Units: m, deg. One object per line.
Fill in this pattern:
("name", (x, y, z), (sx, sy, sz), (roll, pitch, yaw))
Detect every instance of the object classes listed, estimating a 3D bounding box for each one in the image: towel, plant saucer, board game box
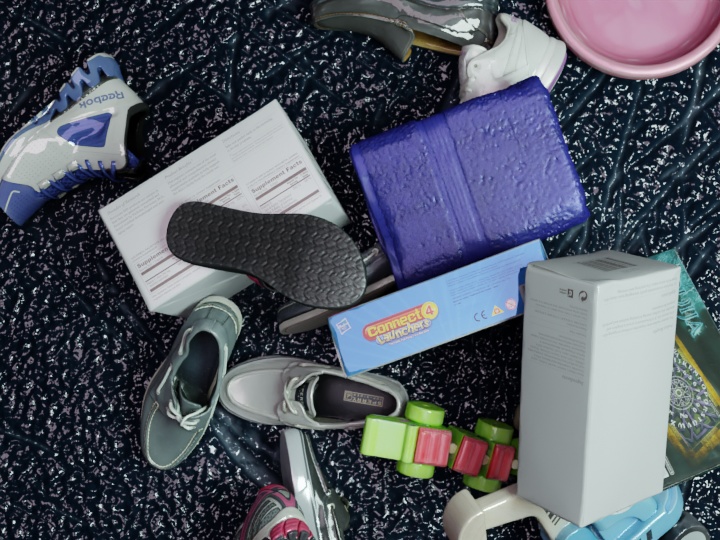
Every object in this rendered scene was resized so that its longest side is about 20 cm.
("towel", (0.102, -0.082, 0.998), (0.197, 0.050, 0.150), (-20, 90, 8))
("plant saucer", (0.285, -0.290, 1.075), (0.197, 0.051, 0.204), (-1, 83, 7))
("board game box", (0.275, 0.088, 0.965), (0.133, 0.028, 0.202), (-16, 69, -16))
("board game box", (0.077, 0.037, 0.985), (0.197, 0.196, 0.057), (-20, 86, 3))

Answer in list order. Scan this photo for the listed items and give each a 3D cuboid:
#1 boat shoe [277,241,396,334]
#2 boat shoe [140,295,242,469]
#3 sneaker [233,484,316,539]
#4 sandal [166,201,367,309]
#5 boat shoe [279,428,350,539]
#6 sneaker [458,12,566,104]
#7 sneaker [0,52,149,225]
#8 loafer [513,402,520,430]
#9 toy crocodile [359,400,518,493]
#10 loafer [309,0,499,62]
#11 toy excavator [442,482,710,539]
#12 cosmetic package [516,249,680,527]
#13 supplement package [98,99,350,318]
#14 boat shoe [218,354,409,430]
("boat shoe", (0.000, 0.000, 1.061), (0.198, 0.075, 0.063), (-27, 83, 1))
("boat shoe", (-0.175, 0.121, 1.043), (0.072, 0.062, 0.202), (24, 111, -5))
("sneaker", (-0.102, 0.299, 1.025), (0.202, 0.080, 0.075), (-60, 36, 24))
("sandal", (-0.079, -0.017, 0.938), (0.197, 0.045, 0.076), (16, 81, 21))
("boat shoe", (-0.036, 0.254, 1.046), (0.056, 0.069, 0.204), (-11, 83, -15))
("sneaker", (0.121, -0.164, 1.059), (0.099, 0.075, 0.202), (33, 82, -8))
("sneaker", (-0.291, -0.119, 1.106), (0.115, 0.081, 0.200), (39, 87, 11))
("loafer", (0.239, 0.107, 1.018), (0.198, 0.076, 0.068), (-33, 67, 2))
("toy crocodile", (0.093, 0.172, 1.016), (0.197, 0.062, 0.069), (15, 92, -19))
("loafer", (0.044, -0.253, 1.089), (0.196, 0.073, 0.074), (1, 88, 8))
("toy excavator", (0.189, 0.220, 0.948), (0.194, 0.100, 0.201), (-39, 121, -2))
("cosmetic package", (0.194, 0.093, 0.868), (0.081, 0.112, 0.204), (19, 111, 50))
("supplement package", (-0.127, -0.053, 1.041), (0.198, 0.156, 0.112), (-31, 82, 2))
("boat shoe", (-0.051, 0.127, 1.056), (0.196, 0.066, 0.073), (9, 85, 7))
